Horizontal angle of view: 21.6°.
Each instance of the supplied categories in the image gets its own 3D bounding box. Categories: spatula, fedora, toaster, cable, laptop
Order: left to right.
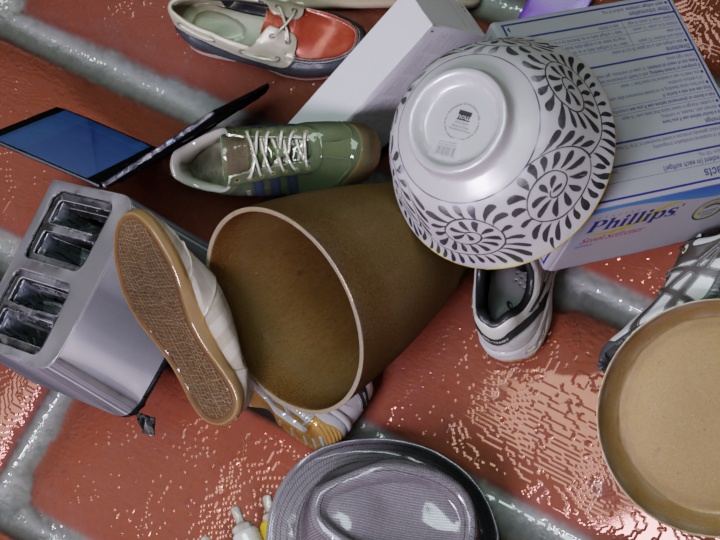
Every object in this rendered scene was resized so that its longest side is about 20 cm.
[{"bbox_3d":[-0.240,0.028,1.704,0.200,0.119,0.181,14,75,49],"label":"toaster"},{"bbox_3d":[-0.211,-0.146,1.744,0.200,0.177,0.103,-31,95,19],"label":"laptop"},{"bbox_3d":[-0.070,0.298,1.624,0.097,0.050,0.200,-34,65,1],"label":"cable"},{"bbox_3d":[0.020,0.217,1.584,0.200,0.090,0.177,15,68,3],"label":"fedora"},{"bbox_3d":[0.142,-0.194,1.749,0.057,0.021,0.200,31,72,22],"label":"spatula"}]

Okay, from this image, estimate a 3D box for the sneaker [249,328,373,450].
[{"bbox_3d":[-0.075,0.082,1.708,0.200,0.076,0.088,34,66,23],"label":"sneaker"}]

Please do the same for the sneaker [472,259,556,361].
[{"bbox_3d":[0.144,-0.024,1.653,0.076,0.088,0.200,3,71,19],"label":"sneaker"}]

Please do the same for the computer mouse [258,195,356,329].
[{"bbox_3d":[-0.028,0.005,1.737,0.059,0.034,0.200,-35,70,-16],"label":"computer mouse"}]

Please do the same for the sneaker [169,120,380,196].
[{"bbox_3d":[-0.085,-0.097,1.674,0.200,0.090,0.067,-4,86,41],"label":"sneaker"}]

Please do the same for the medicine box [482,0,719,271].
[{"bbox_3d":[0.212,-0.122,1.624,0.182,0.103,0.200,-12,65,-22],"label":"medicine box"}]

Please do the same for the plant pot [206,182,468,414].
[{"bbox_3d":[0.000,0.000,1.635,0.186,0.186,0.200,40,45,24],"label":"plant pot"}]

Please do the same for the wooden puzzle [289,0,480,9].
[{"bbox_3d":[0.029,-0.343,1.833,0.200,0.037,0.185,4,73,18],"label":"wooden puzzle"}]

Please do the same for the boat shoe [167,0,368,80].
[{"bbox_3d":[-0.089,-0.232,1.816,0.200,0.063,0.071,11,73,18],"label":"boat shoe"}]

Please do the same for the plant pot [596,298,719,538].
[{"bbox_3d":[0.296,0.121,1.564,0.200,0.027,0.200,1,95,8],"label":"plant pot"}]

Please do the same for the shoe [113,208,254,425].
[{"bbox_3d":[-0.149,0.037,1.617,0.070,0.053,0.200,-24,93,35],"label":"shoe"}]

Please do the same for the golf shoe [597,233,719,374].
[{"bbox_3d":[0.288,0.026,1.619,0.200,0.078,0.095,-33,35,15],"label":"golf shoe"}]

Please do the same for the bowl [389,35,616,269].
[{"bbox_3d":[0.095,-0.108,1.516,0.201,0.094,0.201,-8,73,27],"label":"bowl"}]

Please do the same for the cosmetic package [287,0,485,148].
[{"bbox_3d":[0.015,-0.165,1.705,0.200,0.083,0.051,-46,63,28],"label":"cosmetic package"}]
